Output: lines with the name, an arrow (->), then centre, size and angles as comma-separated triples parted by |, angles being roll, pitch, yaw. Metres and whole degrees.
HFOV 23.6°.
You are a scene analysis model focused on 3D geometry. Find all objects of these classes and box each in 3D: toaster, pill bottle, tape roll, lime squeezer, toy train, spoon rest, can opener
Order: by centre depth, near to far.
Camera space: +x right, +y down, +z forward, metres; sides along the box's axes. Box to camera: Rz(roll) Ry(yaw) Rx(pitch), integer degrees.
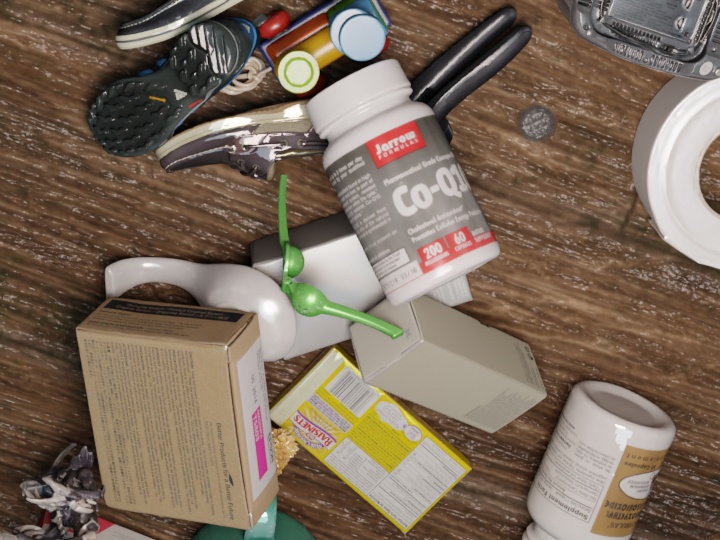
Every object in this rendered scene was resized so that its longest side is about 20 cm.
pill bottle -> 0.035, -0.080, 1.557 | 0.113, 0.114, 0.201 | -27, 87, 5
toaster -> 0.259, -0.254, 1.585 | 0.198, 0.129, 0.115 | 15, 106, -10
toy train -> -0.064, -0.189, 1.588 | 0.199, 0.116, 0.085 | -31, 108, 6
lime squeezer -> -0.046, -0.003, 1.598 | 0.070, 0.038, 0.200 | -35, 68, -5
can opener -> 0.080, -0.174, 1.644 | 0.200, 0.079, 0.063 | -48, 67, 8
spoon rest -> -0.147, 0.027, 1.655 | 0.198, 0.061, 0.100 | 17, 125, 20
tape roll -> 0.367, -0.104, 1.677 | 0.200, 0.071, 0.204 | -2, 110, -5
pill bottle -> 0.233, 0.224, 1.755 | 0.113, 0.114, 0.201 | 17, 107, -10

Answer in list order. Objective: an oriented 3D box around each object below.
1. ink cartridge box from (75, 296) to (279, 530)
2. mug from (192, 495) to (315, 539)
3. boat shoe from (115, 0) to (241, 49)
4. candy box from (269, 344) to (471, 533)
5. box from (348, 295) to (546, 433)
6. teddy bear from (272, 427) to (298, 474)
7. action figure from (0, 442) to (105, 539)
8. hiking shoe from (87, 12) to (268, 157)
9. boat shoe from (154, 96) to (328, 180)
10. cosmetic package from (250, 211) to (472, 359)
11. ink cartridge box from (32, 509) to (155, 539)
ink cartridge box -> -0.171, 0.134, 1.636 | 0.163, 0.075, 0.202 | 6, 117, 21
mug -> -0.099, 0.306, 1.750 | 0.152, 0.115, 0.185 | 35, 108, -18
boat shoe -> -0.141, -0.265, 1.581 | 0.199, 0.075, 0.063 | -30, 103, 1
candy box -> 0.010, 0.172, 1.765 | 0.200, 0.026, 0.102 | 42, 105, -16
box -> 0.086, 0.089, 1.667 | 0.082, 0.069, 0.199 | -36, 140, 25
teddy bear -> -0.158, 0.149, 1.716 | 0.144, 0.067, 0.201 | -27, 109, 17
action figure -> -0.289, 0.243, 1.630 | 0.101, 0.201, 0.119 | 12, 123, -30
hiking shoe -> -0.168, -0.168, 1.602 | 0.199, 0.087, 0.075 | -28, 93, 34
boat shoe -> -0.093, -0.118, 1.629 | 0.198, 0.072, 0.065 | -15, 87, -5
cosmetic package -> 0.000, 0.000, 1.676 | 0.198, 0.090, 0.108 | -15, 109, 4
ink cartridge box -> -0.271, 0.338, 1.703 | 0.144, 0.200, 0.084 | 25, 116, -13
